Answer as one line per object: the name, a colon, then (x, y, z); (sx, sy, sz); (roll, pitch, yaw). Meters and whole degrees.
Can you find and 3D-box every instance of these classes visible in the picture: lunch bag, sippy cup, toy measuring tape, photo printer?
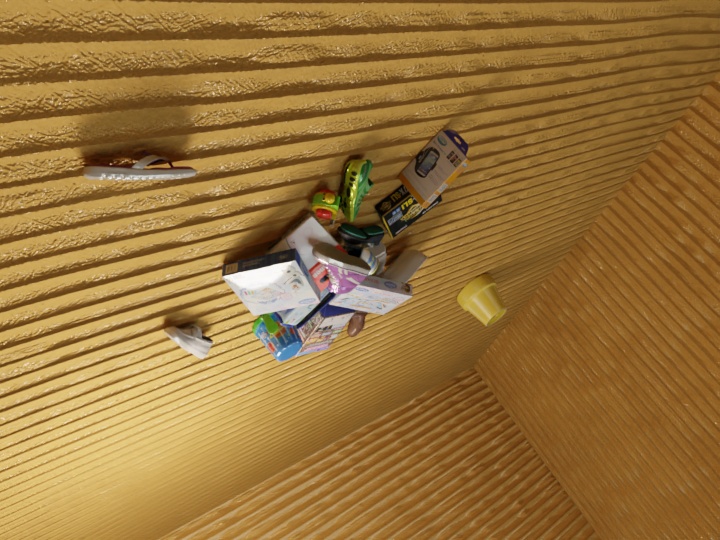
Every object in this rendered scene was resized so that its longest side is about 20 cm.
lunch bag: (-0.167, 0.077, 1.698); (0.170, 0.128, 0.200); (-41, 167, 4)
sippy cup: (-0.247, 0.202, 1.785); (0.176, 0.131, 0.140); (-1, 138, -53)
toy measuring tape: (-0.092, -0.156, 1.475); (0.073, 0.074, 0.200); (-31, 172, -12)
photo printer: (0.000, 0.000, 1.824); (0.164, 0.070, 0.201); (-31, 161, -14)

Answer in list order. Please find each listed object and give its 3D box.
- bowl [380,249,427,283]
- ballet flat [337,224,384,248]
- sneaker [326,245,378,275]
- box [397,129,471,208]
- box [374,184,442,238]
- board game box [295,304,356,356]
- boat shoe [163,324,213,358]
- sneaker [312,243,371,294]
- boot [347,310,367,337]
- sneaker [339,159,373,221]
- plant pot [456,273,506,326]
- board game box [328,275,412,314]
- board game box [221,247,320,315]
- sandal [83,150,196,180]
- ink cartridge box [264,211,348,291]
bowl: (0.120, 0.014, 1.939); (0.200, 0.075, 0.200); (-48, -179, -19)
ballet flat: (-0.002, -0.092, 1.673); (0.198, 0.073, 0.073); (-6, 142, -53)
sneaker: (-0.046, -0.034, 1.645); (0.196, 0.075, 0.082); (-4, 148, 29)
box: (0.206, -0.283, 1.569); (0.200, 0.120, 0.041); (-44, 155, 16)
box: (0.146, -0.199, 1.720); (0.199, 0.050, 0.160); (-37, 154, -1)
board game box: (-0.139, 0.175, 1.923); (0.158, 0.097, 0.201); (-6, 141, -49)
boat shoe: (-0.455, 0.180, 1.554); (0.069, 0.071, 0.201); (-54, 151, -13)
sneaker: (-0.069, 0.007, 1.518); (0.199, 0.073, 0.115); (24, 115, -42)
boot: (-0.048, 0.169, 2.074); (0.198, 0.064, 0.189); (-2, 125, -57)
sneaker: (-0.006, -0.201, 1.480); (0.082, 0.075, 0.202); (-20, 150, -25)
plant pot: (0.591, 0.150, 2.752); (0.198, 0.190, 0.202); (-29, 154, -16)
board game box: (0.028, 0.074, 1.770); (0.196, 0.042, 0.199); (12, 155, -23)
board game box: (-0.224, 0.034, 1.487); (0.196, 0.044, 0.200); (-11, 143, 10)
sandal: (-0.383, -0.186, 1.023); (0.200, 0.082, 0.051); (-10, 102, -43)
ink cartridge box: (-0.128, -0.030, 1.519); (0.162, 0.057, 0.200); (-40, 114, 7)
